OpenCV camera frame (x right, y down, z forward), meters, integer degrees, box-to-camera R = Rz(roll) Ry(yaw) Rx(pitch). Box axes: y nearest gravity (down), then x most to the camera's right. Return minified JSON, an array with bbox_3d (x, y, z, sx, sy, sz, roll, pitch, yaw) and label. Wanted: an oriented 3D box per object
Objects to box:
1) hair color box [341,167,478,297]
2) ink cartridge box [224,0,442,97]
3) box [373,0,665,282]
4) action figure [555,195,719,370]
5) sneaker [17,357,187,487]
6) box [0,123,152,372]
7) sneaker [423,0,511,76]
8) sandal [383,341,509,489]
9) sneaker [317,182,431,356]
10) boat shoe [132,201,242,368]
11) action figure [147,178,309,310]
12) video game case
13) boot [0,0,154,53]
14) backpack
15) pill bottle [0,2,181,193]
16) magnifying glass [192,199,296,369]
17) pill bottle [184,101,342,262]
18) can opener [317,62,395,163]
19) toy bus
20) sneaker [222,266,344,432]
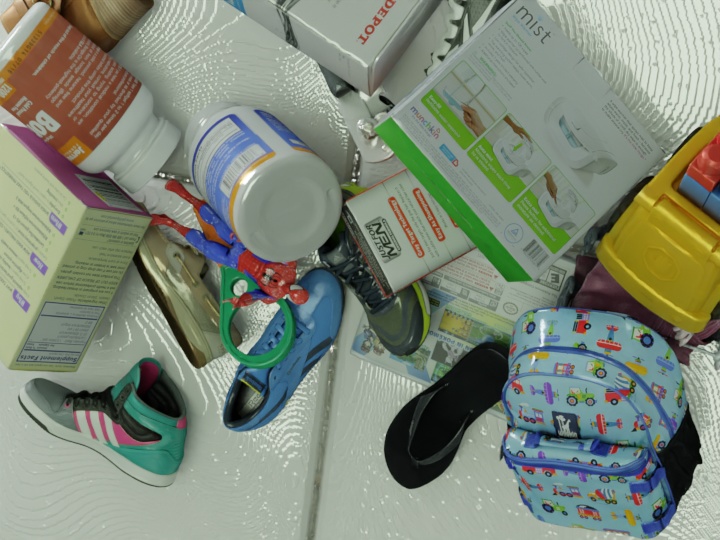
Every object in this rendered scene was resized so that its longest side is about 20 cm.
[{"bbox_3d":[0.090,-0.066,1.375,0.199,0.061,0.102,-28,89,-10],"label":"hair color box"},{"bbox_3d":[-0.030,-0.290,1.383,0.199,0.086,0.147,35,78,8],"label":"ink cartridge box"},{"bbox_3d":[0.145,-0.121,1.302,0.176,0.097,0.200,-44,96,-8],"label":"box"},{"bbox_3d":[0.293,0.036,1.369,0.199,0.150,0.134,20,145,-3],"label":"action figure"},{"bbox_3d":[-0.272,0.141,1.552,0.199,0.084,0.121,28,111,4],"label":"sneaker"},{"bbox_3d":[-0.344,-0.023,1.513,0.176,0.096,0.201,39,108,34],"label":"box"},{"bbox_3d":[0.116,-0.205,1.387,0.090,0.066,0.201,18,101,16],"label":"sneaker"},{"bbox_3d":[0.083,0.150,1.446,0.076,0.043,0.200,38,121,4],"label":"sandal"},{"bbox_3d":[0.000,0.000,1.425,0.074,0.081,0.201,-41,67,29],"label":"sneaker"},{"bbox_3d":[-0.195,0.006,1.524,0.065,0.072,0.201,-27,76,-16],"label":"boat shoe"},{"bbox_3d":[-0.141,-0.021,1.436,0.199,0.099,0.066,32,101,19],"label":"action figure"},{"bbox_3d":[0.107,0.040,1.452,0.199,0.022,0.183,22,104,12],"label":"video game case"},{"bbox_3d":[-0.327,-0.317,1.515,0.155,0.077,0.201,-31,95,23],"label":"boot"},{"bbox_3d":[0.214,0.134,1.319,0.182,0.135,0.201,7,137,31],"label":"backpack"},{"bbox_3d":[-0.289,-0.174,1.471,0.200,0.112,0.112,40,109,-17],"label":"pill bottle"},{"bbox_3d":[-0.129,0.012,1.487,0.079,0.022,0.201,-29,70,7],"label":"magnifying glass"},{"bbox_3d":[-0.105,-0.097,1.406,0.111,0.200,0.113,-12,119,-22],"label":"pill bottle"},{"bbox_3d":[-0.008,-0.197,1.436,0.052,0.066,0.201,-30,80,17],"label":"can opener"},{"bbox_3d":[0.322,-0.075,1.244,0.136,0.192,0.200,40,67,16],"label":"toy bus"},{"bbox_3d":[-0.082,0.088,1.490,0.066,0.078,0.201,35,105,11],"label":"sneaker"}]
